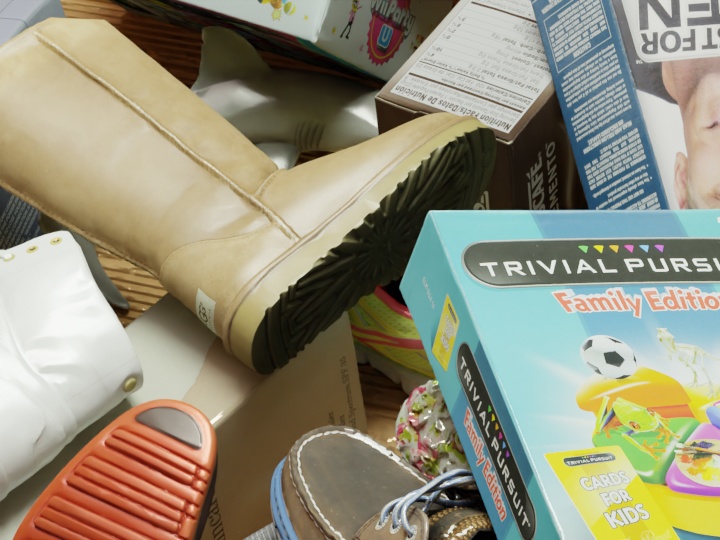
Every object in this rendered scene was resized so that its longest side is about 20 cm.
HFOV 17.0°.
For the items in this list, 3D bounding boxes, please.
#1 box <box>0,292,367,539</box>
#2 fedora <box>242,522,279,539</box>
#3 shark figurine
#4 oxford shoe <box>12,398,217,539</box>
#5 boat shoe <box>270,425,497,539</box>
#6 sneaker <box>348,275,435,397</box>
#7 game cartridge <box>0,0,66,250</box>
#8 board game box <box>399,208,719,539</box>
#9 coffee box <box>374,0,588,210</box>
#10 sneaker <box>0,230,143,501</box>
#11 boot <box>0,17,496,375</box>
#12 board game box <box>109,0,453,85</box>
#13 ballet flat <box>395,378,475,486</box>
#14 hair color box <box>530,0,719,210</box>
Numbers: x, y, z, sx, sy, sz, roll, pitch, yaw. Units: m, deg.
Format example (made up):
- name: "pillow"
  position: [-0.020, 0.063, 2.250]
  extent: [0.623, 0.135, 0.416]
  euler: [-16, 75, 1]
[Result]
- name: "box"
  position: [-0.094, 0.089, 1.075]
  extent: [0.078, 0.095, 0.200]
  euler: [29, 57, 32]
- name: "fedora"
  position: [0.021, 0.176, 0.969]
  extent: [0.199, 0.091, 0.177]
  euler: [-25, 48, -32]
- name: "shark figurine"
  position: [-0.085, -0.078, 1.246]
  extent: [0.213, 0.090, 0.128]
  euler: [-24, 45, -17]
- name: "oxford shoe"
  position: [-0.107, 0.147, 0.976]
  extent: [0.071, 0.072, 0.201]
  euler: [25, 87, 26]
- name: "boat shoe"
  position: [0.039, 0.115, 0.914]
  extent: [0.072, 0.073, 0.200]
  euler: [-23, 49, -32]
- name: "sneaker"
  position: [0.000, 0.000, 1.150]
  extent: [0.199, 0.091, 0.078]
  euler: [17, 51, 25]
- name: "game cartridge"
  position: [-0.183, -0.041, 1.189]
  extent: [0.041, 0.134, 0.201]
  euler: [0, 44, 20]
- name: "board game box"
  position: [0.116, 0.061, 0.905]
  extent: [0.150, 0.047, 0.201]
  euler: [-1, 46, -22]
- name: "coffee box"
  position: [0.095, -0.095, 1.214]
  extent: [0.079, 0.115, 0.200]
  euler: [21, 53, 26]
- name: "sneaker"
  position: [-0.181, 0.015, 1.056]
  extent: [0.115, 0.074, 0.200]
  euler: [-35, 58, -26]
- name: "boot"
  position: [-0.063, -0.061, 1.093]
  extent: [0.200, 0.066, 0.175]
  euler: [37, 54, 27]
- name: "board game box"
  position: [-0.070, -0.159, 1.276]
  extent: [0.199, 0.147, 0.065]
  euler: [18, 90, 25]
- name: "ballet flat"
  position: [0.110, 0.083, 0.960]
  extent: [0.199, 0.064, 0.076]
  euler: [19, 76, 4]
- name: "hair color box"
  position: [0.153, -0.064, 1.119]
  extent: [0.099, 0.060, 0.201]
  euler: [-8, 77, -32]
